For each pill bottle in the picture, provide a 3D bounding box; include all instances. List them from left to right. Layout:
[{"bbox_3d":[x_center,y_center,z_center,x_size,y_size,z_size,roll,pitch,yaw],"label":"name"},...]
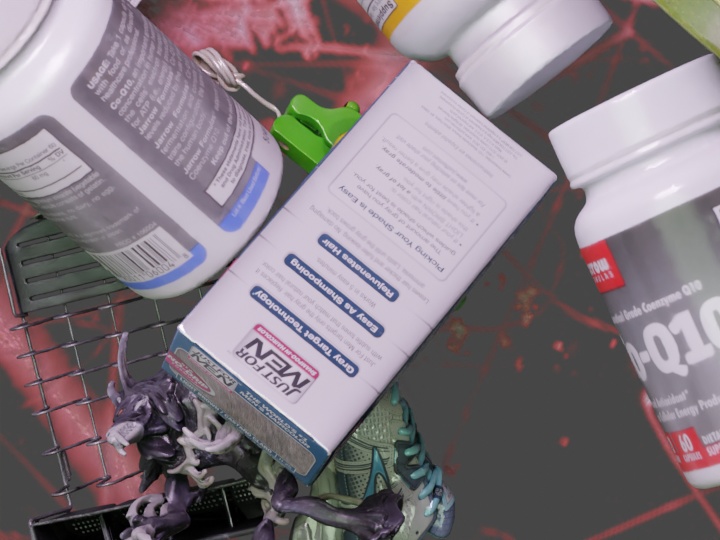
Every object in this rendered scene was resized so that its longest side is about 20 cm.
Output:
[{"bbox_3d":[-0.144,-0.085,1.437,0.114,0.114,0.200,-37,123,16],"label":"pill bottle"},{"bbox_3d":[0.037,-0.181,1.444,0.113,0.113,0.200,-39,85,16],"label":"pill bottle"},{"bbox_3d":[0.179,0.000,1.424,0.114,0.114,0.200,-25,89,16],"label":"pill bottle"}]

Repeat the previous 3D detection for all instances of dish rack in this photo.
[{"bbox_3d":[-0.124,0.055,1.545,0.153,0.055,0.200,-13,92,15],"label":"dish rack"}]

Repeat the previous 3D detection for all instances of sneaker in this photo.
[{"bbox_3d":[0.013,0.106,1.510,0.086,0.078,0.200,9,108,8],"label":"sneaker"}]

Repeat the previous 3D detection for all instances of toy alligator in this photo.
[{"bbox_3d":[-0.004,-0.063,1.502,0.200,0.059,0.054,45,64,7],"label":"toy alligator"}]

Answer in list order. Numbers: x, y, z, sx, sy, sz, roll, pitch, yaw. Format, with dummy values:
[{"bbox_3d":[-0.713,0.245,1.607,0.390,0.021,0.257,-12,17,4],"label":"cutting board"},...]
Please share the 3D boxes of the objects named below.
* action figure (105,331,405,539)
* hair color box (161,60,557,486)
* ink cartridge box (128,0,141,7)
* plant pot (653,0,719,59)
[{"bbox_3d":[-0.073,0.108,1.446,0.200,0.102,0.119,33,119,21],"label":"action figure"},{"bbox_3d":[0.000,0.000,1.410,0.100,0.061,0.200,39,65,4],"label":"hair color box"},{"bbox_3d":[-0.201,-0.201,1.463,0.146,0.200,0.085,-52,39,15],"label":"ink cartridge box"},{"bbox_3d":[0.224,-0.200,1.367,0.200,0.200,0.190,41,92,8],"label":"plant pot"}]
